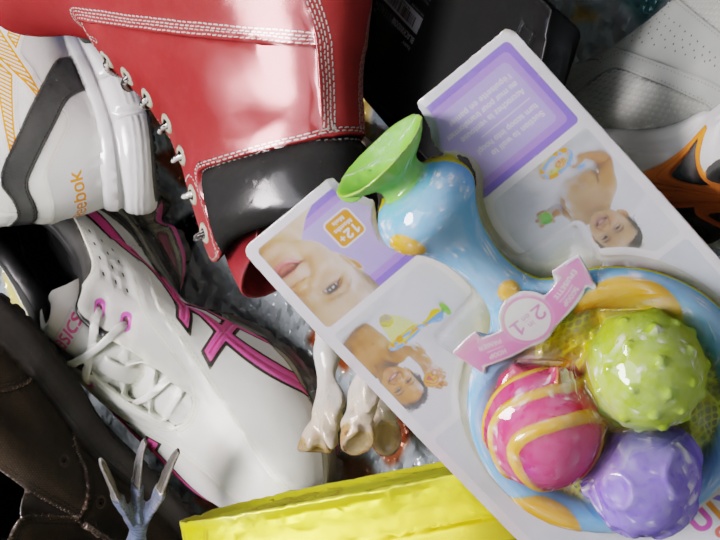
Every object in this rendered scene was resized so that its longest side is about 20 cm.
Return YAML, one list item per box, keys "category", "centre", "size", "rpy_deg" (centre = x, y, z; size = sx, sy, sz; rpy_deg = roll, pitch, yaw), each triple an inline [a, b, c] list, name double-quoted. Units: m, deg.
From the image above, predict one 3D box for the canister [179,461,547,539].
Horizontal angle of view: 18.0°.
- category: "canister"
  centre: [0.025, 0.174, 0.819]
  size: [0.148, 0.086, 0.201]
  rpy_deg: [-12, 88, 19]

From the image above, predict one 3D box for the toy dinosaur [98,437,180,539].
- category: "toy dinosaur"
  centre: [-0.114, 0.167, 0.881]
  size: [0.181, 0.105, 0.200]
  rpy_deg: [25, 128, -6]

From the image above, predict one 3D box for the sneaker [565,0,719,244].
- category: "sneaker"
  centre: [0.115, -0.062, 0.751]
  size: [0.199, 0.075, 0.093]
  rpy_deg: [-1, 67, 51]

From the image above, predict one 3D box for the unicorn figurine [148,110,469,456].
- category: "unicorn figurine"
  centre: [0.000, 0.000, 0.848]
  size: [0.199, 0.074, 0.138]
  rpy_deg: [-4, 83, 52]

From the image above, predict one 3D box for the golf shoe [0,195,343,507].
- category: "golf shoe"
  centre: [-0.089, 0.037, 0.924]
  size: [0.200, 0.092, 0.073]
  rpy_deg: [46, 120, 27]

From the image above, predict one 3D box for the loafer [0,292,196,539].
- category: "loafer"
  centre: [-0.128, 0.092, 0.922]
  size: [0.073, 0.071, 0.200]
  rpy_deg: [9, 141, 55]

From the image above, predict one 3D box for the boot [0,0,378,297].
- category: "boot"
  centre: [-0.071, -0.062, 0.828]
  size: [0.199, 0.072, 0.145]
  rpy_deg: [-1, 91, 47]

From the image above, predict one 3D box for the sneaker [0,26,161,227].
- category: "sneaker"
  centre: [-0.148, -0.096, 0.942]
  size: [0.074, 0.080, 0.200]
  rpy_deg: [89, 160, -46]

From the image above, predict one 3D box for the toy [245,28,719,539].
- category: "toy"
  centre: [0.068, 0.036, 0.719]
  size: [0.115, 0.047, 0.200]
  rpy_deg: [-39, 102, 19]

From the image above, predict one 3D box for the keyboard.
- category: "keyboard"
  centre: [0.034, -0.102, 0.808]
  size: [0.200, 0.039, 0.105]
  rpy_deg: [53, 126, 52]
